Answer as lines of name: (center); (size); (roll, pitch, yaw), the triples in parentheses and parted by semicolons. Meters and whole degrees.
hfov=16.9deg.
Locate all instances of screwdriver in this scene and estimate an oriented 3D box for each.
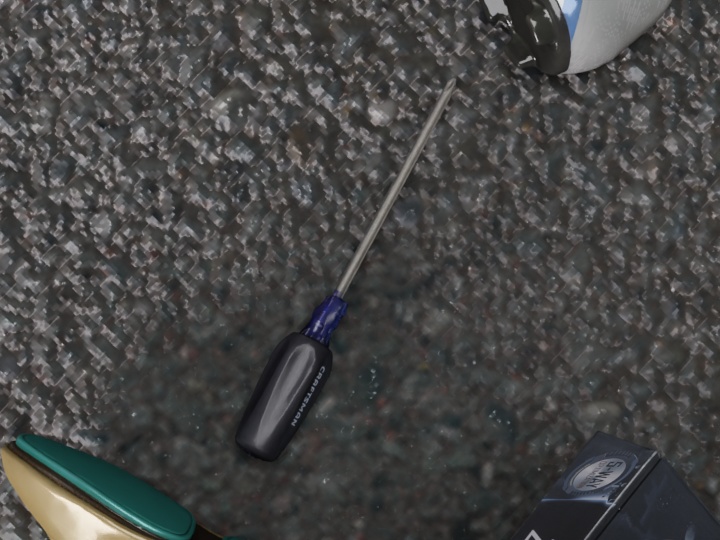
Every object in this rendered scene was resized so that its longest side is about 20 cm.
screwdriver: (0.000, 0.000, 1.124); (0.029, 0.028, 0.200); (37, 81, -26)

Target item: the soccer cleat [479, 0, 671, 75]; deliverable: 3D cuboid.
soccer cleat: (0.076, -0.187, 1.138); (0.086, 0.070, 0.200); (-24, 85, -20)

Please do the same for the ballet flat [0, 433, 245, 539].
ballet flat: (-0.078, 0.139, 1.084); (0.200, 0.069, 0.063); (24, 96, 4)

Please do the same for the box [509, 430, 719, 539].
box: (0.119, 0.192, 1.028); (0.160, 0.044, 0.200); (-49, 119, -15)
